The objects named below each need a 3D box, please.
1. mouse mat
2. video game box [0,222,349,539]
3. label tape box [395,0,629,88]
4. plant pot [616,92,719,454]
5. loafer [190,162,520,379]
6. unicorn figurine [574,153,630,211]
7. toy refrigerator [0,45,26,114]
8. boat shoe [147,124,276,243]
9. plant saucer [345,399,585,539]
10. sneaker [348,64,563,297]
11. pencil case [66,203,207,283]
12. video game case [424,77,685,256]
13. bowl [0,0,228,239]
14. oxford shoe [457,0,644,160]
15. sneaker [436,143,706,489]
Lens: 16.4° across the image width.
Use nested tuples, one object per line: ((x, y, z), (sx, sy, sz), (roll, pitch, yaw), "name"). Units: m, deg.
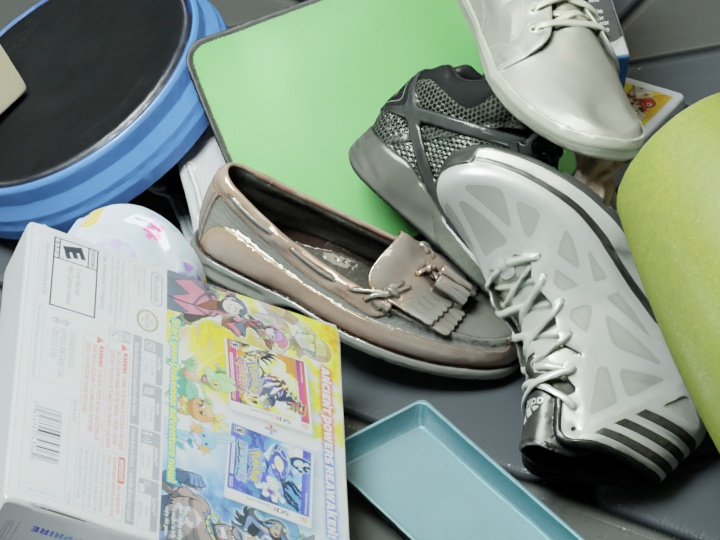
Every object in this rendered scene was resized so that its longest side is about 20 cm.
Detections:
((0.014, -0.093, 1.461), (0.199, 0.008, 0.162), (-21, 79, -10), "mouse mat")
((-0.095, 0.080, 1.253), (0.181, 0.047, 0.200), (18, 38, -17), "video game box")
((0.073, -0.181, 1.556), (0.143, 0.066, 0.201), (-9, 59, -7), "label tape box")
((0.220, 0.012, 1.230), (0.187, 0.188, 0.200), (-24, 58, -24), "plant pot")
((0.000, 0.000, 1.380), (0.199, 0.063, 0.072), (20, 33, 11), "loafer")
((0.189, -0.001, 1.365), (0.199, 0.074, 0.138), (23, 41, -12), "unicorn figurine")
((-0.302, -0.077, 1.482), (0.070, 0.076, 0.200), (20, 59, 46), "toy refrigerator")
((-0.107, -0.070, 1.516), (0.068, 0.072, 0.200), (-14, 48, -17), "boat shoe")
((0.063, 0.135, 1.264), (0.070, 0.019, 0.200), (-25, 41, -25), "plant saucer")
((0.095, -0.045, 1.386), (0.199, 0.114, 0.076), (43, 20, 19), "sneaker")
((-0.166, 0.046, 1.349), (0.090, 0.083, 0.200), (29, 46, 16), "pencil case")
((0.074, -0.077, 1.539), (0.181, 0.023, 0.200), (20, 42, 29), "video game case")
((-0.172, -0.107, 1.522), (0.200, 0.039, 0.201), (-20, 41, 18), "bowl")
((0.102, -0.130, 1.355), (0.075, 0.058, 0.200), (7, 36, -25), "oxford shoe")
((0.100, 0.031, 1.289), (0.200, 0.076, 0.115), (44, 52, -4), "sneaker")
